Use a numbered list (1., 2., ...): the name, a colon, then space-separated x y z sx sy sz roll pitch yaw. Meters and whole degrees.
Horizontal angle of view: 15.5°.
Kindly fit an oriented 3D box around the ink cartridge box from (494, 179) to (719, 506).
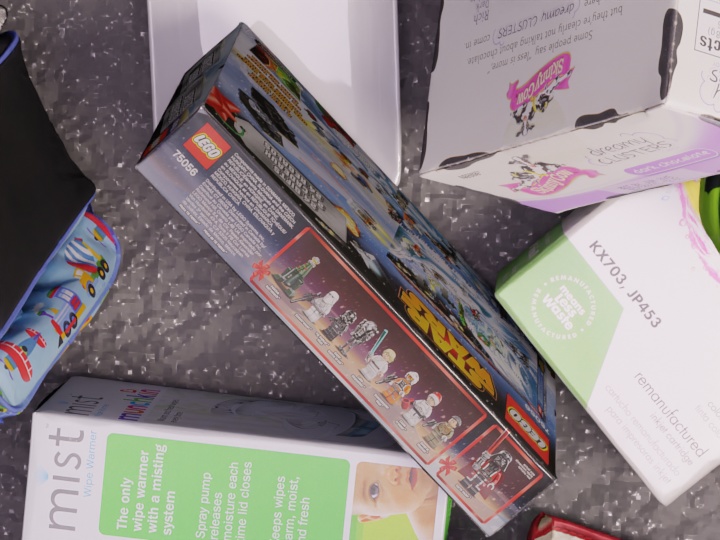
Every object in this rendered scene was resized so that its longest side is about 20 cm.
1. ink cartridge box: 0.167 -0.013 1.091 0.200 0.067 0.117 -40 91 8

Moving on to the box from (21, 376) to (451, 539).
1. box: -0.056 0.157 1.116 0.176 0.097 0.201 7 97 2

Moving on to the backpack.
1. backpack: -0.223 0.000 1.077 0.199 0.183 0.135 -18 111 20

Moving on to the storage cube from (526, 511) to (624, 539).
1. storage cube: 0.117 0.226 1.059 0.170 0.200 0.181 18 103 2

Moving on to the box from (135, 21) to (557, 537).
1. box: 0.000 0.000 1.056 0.040 0.137 0.200 -40 101 15

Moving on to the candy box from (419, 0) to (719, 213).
1. candy box: 0.104 -0.134 1.006 0.071 0.168 0.201 14 77 -28

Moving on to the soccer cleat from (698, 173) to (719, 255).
1. soccer cleat: 0.179 -0.090 0.988 0.067 0.081 0.201 17 110 -2

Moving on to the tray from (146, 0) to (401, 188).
1. tray: -0.038 -0.133 1.121 0.107 0.022 0.201 -2 95 4
